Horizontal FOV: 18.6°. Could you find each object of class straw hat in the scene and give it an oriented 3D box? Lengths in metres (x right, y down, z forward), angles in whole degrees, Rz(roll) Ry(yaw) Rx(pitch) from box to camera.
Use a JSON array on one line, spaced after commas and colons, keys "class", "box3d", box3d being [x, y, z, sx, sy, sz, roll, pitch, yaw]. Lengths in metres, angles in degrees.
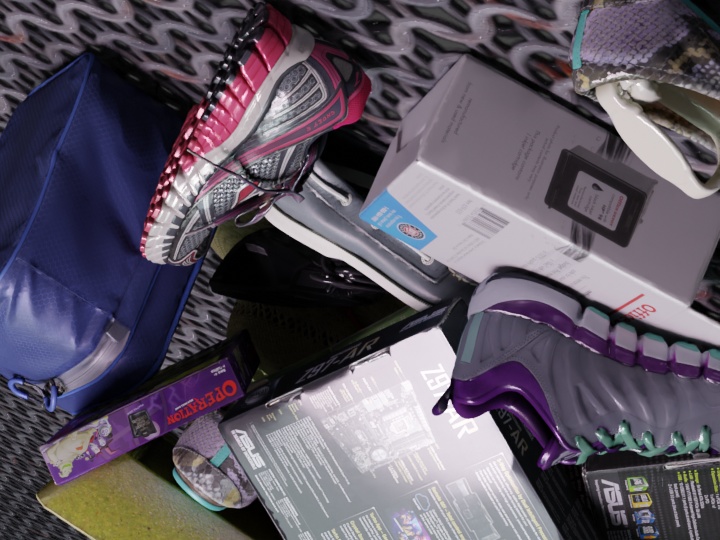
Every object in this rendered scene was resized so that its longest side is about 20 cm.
[{"class": "straw hat", "box3d": [-0.043, 0.039, 1.479, 0.200, 0.086, 0.201, 22, 161, 8]}]

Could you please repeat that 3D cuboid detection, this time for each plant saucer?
[{"class": "plant saucer", "box3d": [-0.092, 0.160, 1.362, 0.199, 0.048, 0.200, 34, -175, -1]}]

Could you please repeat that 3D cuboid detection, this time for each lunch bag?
[{"class": "lunch bag", "box3d": [-0.161, -0.009, 1.320, 0.132, 0.201, 0.136, 30, 155, -23]}]

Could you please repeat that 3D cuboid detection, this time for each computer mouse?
[{"class": "computer mouse", "box3d": [0.000, 0.000, 1.345, 0.139, 0.047, 0.200, 10, 174, -26]}]

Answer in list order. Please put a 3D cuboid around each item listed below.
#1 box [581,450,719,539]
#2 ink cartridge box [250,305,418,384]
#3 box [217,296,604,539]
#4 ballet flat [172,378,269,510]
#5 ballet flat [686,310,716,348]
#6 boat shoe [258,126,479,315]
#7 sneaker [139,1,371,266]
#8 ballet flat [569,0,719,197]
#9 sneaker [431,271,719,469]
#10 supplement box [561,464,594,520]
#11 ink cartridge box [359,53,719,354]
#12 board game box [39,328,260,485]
[{"class": "box", "box3d": [0.234, 0.151, 1.252, 0.191, 0.048, 0.201, -9, 135, 11]}, {"class": "ink cartridge box", "box3d": [0.018, 0.096, 1.449, 0.199, 0.048, 0.146, -28, 138, 17]}, {"class": "box", "box3d": [0.035, 0.134, 1.230, 0.159, 0.044, 0.201, -26, 101, 29]}, {"class": "ballet flat", "box3d": [-0.066, 0.103, 1.358, 0.072, 0.073, 0.200, 24, -176, 3]}, {"class": "ballet flat", "box3d": [0.190, 0.057, 1.265, 0.198, 0.067, 0.067, 20, 167, 10]}, {"class": "boat shoe", "box3d": [0.037, -0.025, 1.224, 0.199, 0.073, 0.062, 25, 128, 12]}, {"class": "sneaker", "box3d": [-0.064, -0.057, 1.194, 0.074, 0.081, 0.200, 26, 143, -11]}, {"class": "ballet flat", "box3d": [0.173, -0.053, 0.957, 0.199, 0.073, 0.072, 30, 161, -13]}, {"class": "sneaker", "box3d": [0.138, 0.078, 1.132, 0.198, 0.088, 0.075, 22, 162, 10]}, {"class": "supplement box", "box3d": [0.079, 0.166, 1.404, 0.198, 0.134, 0.198, -10, 142, 3]}, {"class": "ink cartridge box", "box3d": [0.111, -0.022, 1.143, 0.199, 0.067, 0.116, 28, 161, -8]}, {"class": "board game box", "box3d": [-0.120, 0.078, 1.309, 0.200, 0.119, 0.033, -83, -28, -87]}]
